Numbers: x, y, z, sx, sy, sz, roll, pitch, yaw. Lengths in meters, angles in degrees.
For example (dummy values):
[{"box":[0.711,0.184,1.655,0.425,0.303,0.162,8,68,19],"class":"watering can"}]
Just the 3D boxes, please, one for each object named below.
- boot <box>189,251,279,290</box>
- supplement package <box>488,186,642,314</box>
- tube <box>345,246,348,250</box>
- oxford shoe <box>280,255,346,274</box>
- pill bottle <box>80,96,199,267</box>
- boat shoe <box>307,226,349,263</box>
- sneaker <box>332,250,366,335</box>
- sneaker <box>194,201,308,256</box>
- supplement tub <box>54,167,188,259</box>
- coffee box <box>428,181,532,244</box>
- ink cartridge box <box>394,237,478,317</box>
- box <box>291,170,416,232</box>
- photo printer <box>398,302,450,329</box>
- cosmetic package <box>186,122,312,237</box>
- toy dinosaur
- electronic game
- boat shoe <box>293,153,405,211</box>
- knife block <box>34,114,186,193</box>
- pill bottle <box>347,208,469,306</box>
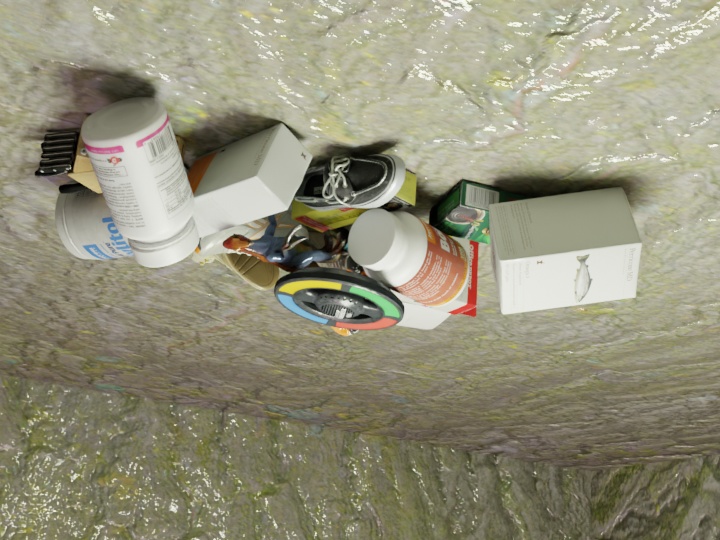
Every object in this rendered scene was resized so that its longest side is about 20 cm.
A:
[{"box":[-0.225,-0.035,1.583,0.200,0.072,0.155,44,156,-4],"class":"boot"},{"box":[0.290,-0.028,1.382,0.196,0.119,0.118,-8,136,4],"class":"supplement package"},{"box":[-0.059,-0.022,1.720,0.076,0.051,0.199,5,158,-36],"class":"tube"},{"box":[-0.088,-0.030,1.653,0.074,0.059,0.198,23,163,-37],"class":"oxford shoe"},{"box":[-0.283,-0.113,1.264,0.111,0.114,0.203,0,126,16],"class":"pill bottle"},{"box":[-0.109,-0.058,1.581,0.198,0.073,0.066,11,-153,25],"class":"boat shoe"},{"box":[0.000,0.000,1.558,0.075,0.203,0.092,25,-173,-7],"class":"sneaker"},{"box":[-0.158,-0.048,1.463,0.198,0.093,0.076,-22,171,-34],"class":"sneaker"},{"box":[-0.350,-0.088,1.463,0.197,0.134,0.132,-6,158,28],"class":"supplement tub"},{"box":[0.218,-0.077,1.473,0.196,0.045,0.123,12,160,-18],"class":"coffee box"},{"box":[0.132,0.000,1.610,0.197,0.118,0.067,14,159,-26],"class":"ink cartridge box"},{"box":[-0.013,-0.109,1.434,0.198,0.051,0.075,-12,155,42],"class":"box"},{"box":[0.071,0.057,1.862,0.196,0.071,0.166,9,161,-12],"class":"photo printer"},{"box":[-0.170,-0.122,1.337,0.198,0.103,0.071,-13,133,42],"class":"cosmetic package"},{"box":[-0.112,-0.020,1.397,0.178,0.204,0.105,-13,-154,-22],"class":"toy dinosaur"},{"box":[-0.032,0.047,1.421,0.196,0.042,0.201,9,157,4],"class":"electronic game"},{"box":[-0.026,-0.128,1.349,0.197,0.075,0.067,-1,171,45],"class":"boat shoe"},{"box":[-0.365,-0.152,1.388,0.196,0.065,0.175,11,161,-18],"class":"knife block"},{"box":[0.071,-0.021,1.425,0.111,0.114,0.199,-8,161,34],"class":"pill bottle"}]
